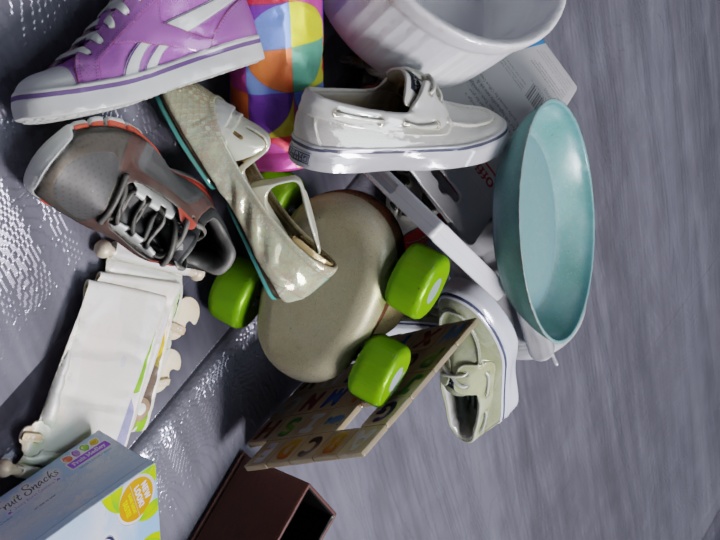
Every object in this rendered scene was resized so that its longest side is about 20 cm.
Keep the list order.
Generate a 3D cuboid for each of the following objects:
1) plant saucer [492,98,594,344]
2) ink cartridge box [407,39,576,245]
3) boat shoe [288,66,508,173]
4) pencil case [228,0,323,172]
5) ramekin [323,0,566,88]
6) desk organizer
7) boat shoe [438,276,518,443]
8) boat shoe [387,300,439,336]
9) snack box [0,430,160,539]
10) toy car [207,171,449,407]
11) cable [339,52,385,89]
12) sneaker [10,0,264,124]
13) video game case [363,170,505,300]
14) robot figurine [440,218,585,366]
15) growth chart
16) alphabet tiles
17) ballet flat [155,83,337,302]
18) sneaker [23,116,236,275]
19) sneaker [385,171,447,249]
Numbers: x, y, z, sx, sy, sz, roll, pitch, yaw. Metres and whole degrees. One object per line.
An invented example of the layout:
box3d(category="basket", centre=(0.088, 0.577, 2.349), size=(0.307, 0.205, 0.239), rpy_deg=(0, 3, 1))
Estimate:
box3d(category="plant saucer", centre=(0.149, -0.040, 1.291), size=(0.200, 0.036, 0.202), rpy_deg=(4, 86, -64))
box3d(category="ink cartridge box", centre=(0.089, -0.125, 1.330), size=(0.116, 0.068, 0.200), rpy_deg=(49, 58, -23))
box3d(category="boat shoe", centre=(0.035, -0.119, 1.191), size=(0.199, 0.071, 0.070), rpy_deg=(-6, 116, -32))
box3d(category="pencil case", centre=(-0.065, -0.175, 1.178), size=(0.088, 0.088, 0.201), rpy_deg=(-30, 129, -47))
box3d(category="ramekin", centre=(0.057, -0.242, 1.234), size=(0.199, 0.098, 0.202), rpy_deg=(15, 61, -28))
box3d(category="desk organizer", centre=(-0.108, 0.264, 1.326), size=(0.201, 0.077, 0.072), rpy_deg=(-60, 145, -19))
box3d(category="boat shoe", centre=(0.102, 0.087, 1.412), size=(0.062, 0.072, 0.201), rpy_deg=(-49, 144, -25))
box3d(category="boat shoe", centre=(0.054, 0.051, 1.481), size=(0.199, 0.072, 0.063), rpy_deg=(2, 73, -57))
box3d(category="snack box", centre=(-0.222, 0.245, 1.141), size=(0.168, 0.067, 0.201), rpy_deg=(-33, 137, -43))
box3d(category="toy car", centre=(0.000, 0.000, 1.291), size=(0.200, 0.164, 0.159), rpy_deg=(-25, 141, -66))
box3d(category="cable", centre=(0.044, -0.166, 1.371), size=(0.199, 0.050, 0.098), rpy_deg=(-4, 101, -54))
box3d(category="sneaker", centre=(-0.164, -0.170, 1.061), size=(0.200, 0.072, 0.115), rpy_deg=(-27, 106, -40))
box3d(category="video game case", centre=(0.030, -0.064, 1.273), size=(0.017, 0.200, 0.143), rpy_deg=(-46, 146, 3))
box3d(category="robot figurine", centre=(0.142, 0.004, 1.437), size=(0.170, 0.112, 0.201), rpy_deg=(-100, 168, -46))
box3d(category="growth chart", centre=(-0.186, 0.073, 1.172), size=(0.145, 0.018, 0.201), rpy_deg=(32, 78, -57))
box3d(category="alphabet tiles", centre=(-0.010, 0.106, 1.307), size=(0.167, 0.199, 0.008), rpy_deg=(-47, 109, -34))
box3d(category="ballet flat", centre=(-0.080, -0.071, 1.159), size=(0.201, 0.062, 0.068), rpy_deg=(60, 12, -18))
box3d(category="sneaker", centre=(-0.148, -0.045, 1.096), size=(0.077, 0.082, 0.200), rpy_deg=(-51, 149, 11))
box3d(category="sneaker", centre=(0.087, -0.097, 1.473), size=(0.200, 0.077, 0.085), rpy_deg=(-45, 156, -27))
